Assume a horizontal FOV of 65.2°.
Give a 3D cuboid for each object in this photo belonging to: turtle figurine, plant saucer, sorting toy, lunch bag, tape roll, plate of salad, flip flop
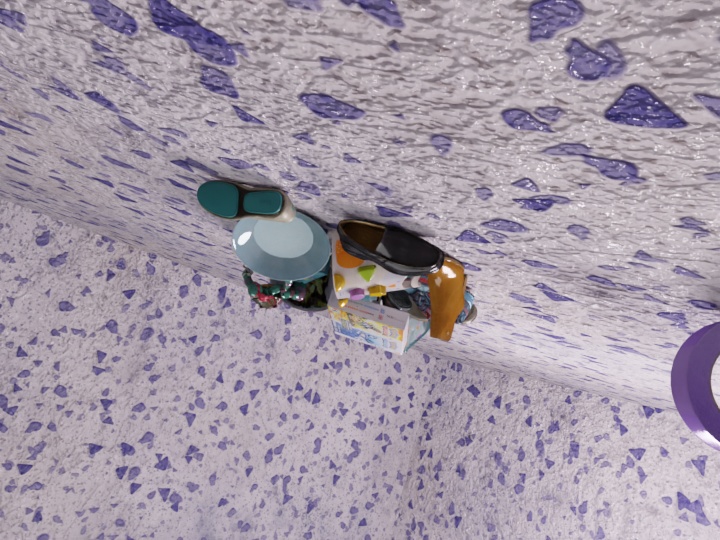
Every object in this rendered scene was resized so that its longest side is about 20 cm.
[{"bbox_3d":[-0.210,0.038,1.292,0.147,0.103,0.200,9,172,22],"label":"turtle figurine"},{"bbox_3d":[-0.156,-0.060,1.129,0.196,0.039,0.203,1,138,1],"label":"plant saucer"},{"bbox_3d":[0.037,0.008,1.143,0.176,0.109,0.201,0,158,4],"label":"sorting toy"},{"bbox_3d":[0.111,0.138,1.664,0.168,0.124,0.199,8,-151,36],"label":"lunch bag"},{"bbox_3d":[0.570,0.171,0.824,0.196,0.204,0.066,15,171,12],"label":"tape roll"},{"bbox_3d":[-0.136,0.026,1.454,0.196,0.202,0.049,17,130,-1],"label":"plate of salad"},{"bbox_3d":[0.201,0.092,1.439,0.197,0.082,0.058,9,151,36],"label":"flip flop"}]

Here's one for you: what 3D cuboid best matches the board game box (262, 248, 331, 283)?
[{"bbox_3d":[-0.168,-0.023,1.296,0.148,0.048,0.199,19,167,-18],"label":"board game box"}]

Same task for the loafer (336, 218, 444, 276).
[{"bbox_3d":[0.047,-0.041,0.968,0.196,0.074,0.072,12,165,21],"label":"loafer"}]

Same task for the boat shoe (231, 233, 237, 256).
[{"bbox_3d":[-0.276,-0.063,1.426,0.058,0.074,0.200,10,174,5],"label":"boat shoe"}]

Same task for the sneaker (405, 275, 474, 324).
[{"bbox_3d":[0.159,0.066,1.278,0.196,0.097,0.079,19,171,-2],"label":"sneaker"}]

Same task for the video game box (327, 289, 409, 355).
[{"bbox_3d":[0.020,0.124,1.295,0.178,0.048,0.201,15,158,9],"label":"video game box"}]

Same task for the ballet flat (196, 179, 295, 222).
[{"bbox_3d":[-0.200,-0.119,1.002,0.196,0.071,0.069,13,170,25],"label":"ballet flat"}]

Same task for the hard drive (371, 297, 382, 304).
[{"bbox_3d":[0.060,0.087,1.467,0.026,0.135,0.200,12,170,14],"label":"hard drive"}]

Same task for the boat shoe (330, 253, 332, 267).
[{"bbox_3d":[0.000,0.000,1.296,0.197,0.064,0.073,9,168,42],"label":"boat shoe"}]

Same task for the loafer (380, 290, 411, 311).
[{"bbox_3d":[0.081,0.072,1.331,0.072,0.063,0.200,46,-163,1],"label":"loafer"}]

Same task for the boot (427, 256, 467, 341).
[{"bbox_3d":[0.160,0.060,1.103,0.070,0.147,0.201,10,168,29],"label":"boot"}]
